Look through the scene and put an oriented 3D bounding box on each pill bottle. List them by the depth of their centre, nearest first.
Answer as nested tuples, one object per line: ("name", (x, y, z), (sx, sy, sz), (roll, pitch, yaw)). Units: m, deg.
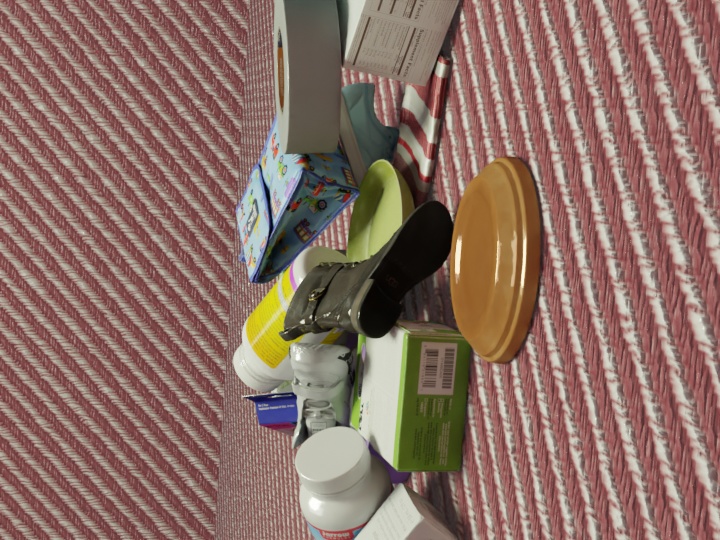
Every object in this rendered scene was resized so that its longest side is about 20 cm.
("pill bottle", (-0.007, 0.279, 1.484), (0.109, 0.107, 0.202), (-105, -4, -55))
("pill bottle", (-0.082, 0.068, 1.637), (0.200, 0.103, 0.105), (-48, 35, 36))

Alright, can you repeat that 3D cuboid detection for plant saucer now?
("plant saucer", (0.126, -0.011, 1.269), (0.200, 0.037, 0.203), (-176, 90, -77))
("plant saucer", (0.028, -0.035, 1.614), (0.200, 0.031, 0.203), (-174, 90, -71))

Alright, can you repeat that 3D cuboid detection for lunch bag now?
("lunch bag", (-0.103, -0.087, 1.720), (0.201, 0.093, 0.151), (-54, 34, 27))

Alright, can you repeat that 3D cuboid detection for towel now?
("towel", (0.071, -0.181, 1.599), (0.144, 0.022, 0.203), (-114, 30, -63))

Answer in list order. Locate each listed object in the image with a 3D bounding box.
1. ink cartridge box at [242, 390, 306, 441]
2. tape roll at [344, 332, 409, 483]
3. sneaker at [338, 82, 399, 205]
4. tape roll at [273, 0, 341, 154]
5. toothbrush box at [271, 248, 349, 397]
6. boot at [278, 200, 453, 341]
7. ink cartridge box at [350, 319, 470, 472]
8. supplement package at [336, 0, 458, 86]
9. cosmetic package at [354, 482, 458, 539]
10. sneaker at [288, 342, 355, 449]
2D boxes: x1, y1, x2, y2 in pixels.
("ink cartridge box", (-0.070, 0.198, 1.750), (0.200, 0.094, 0.038), (36, -129, -58))
("tape roll", (0.022, 0.166, 1.639), (0.200, 0.065, 0.203), (-177, 90, -79))
("sneaker", (0.021, -0.154, 1.726), (0.074, 0.081, 0.202), (-115, 6, -80))
("tape roll", (-0.066, -0.244, 1.585), (0.200, 0.065, 0.203), (178, 90, -82))
("toothbrush box", (-0.042, 0.079, 1.768), (0.086, 0.144, 0.202), (-113, 30, -62))
("boot", (0.000, 0.000, 1.474), (0.201, 0.069, 0.173), (-52, 26, -22))
("ink cartridge box", (0.051, 0.127, 1.461), (0.200, 0.075, 0.150), (-153, 67, -74))
("supplement package", (0.038, -0.346, 1.550), (0.201, 0.109, 0.157), (-103, 28, -51))
("cosmetic package", (0.016, 0.338, 1.388), (0.201, 0.074, 0.102), (-50, 17, 2))
("sneaker", (-0.046, 0.154, 1.545), (0.200, 0.074, 0.117), (65, -151, -74))
